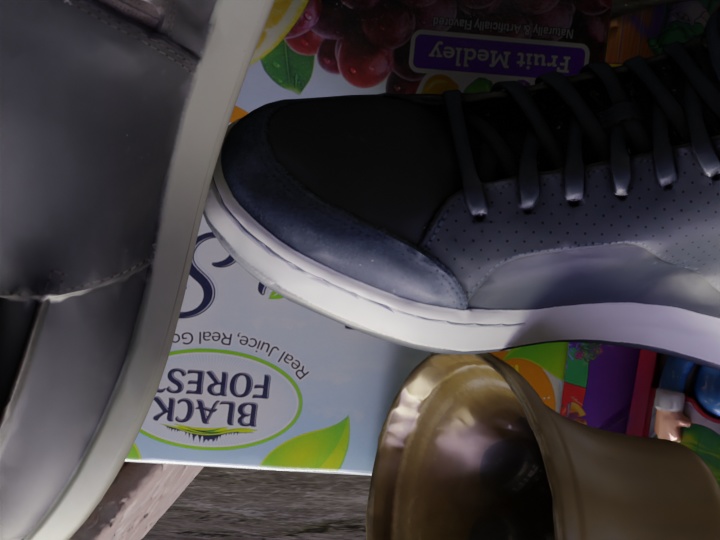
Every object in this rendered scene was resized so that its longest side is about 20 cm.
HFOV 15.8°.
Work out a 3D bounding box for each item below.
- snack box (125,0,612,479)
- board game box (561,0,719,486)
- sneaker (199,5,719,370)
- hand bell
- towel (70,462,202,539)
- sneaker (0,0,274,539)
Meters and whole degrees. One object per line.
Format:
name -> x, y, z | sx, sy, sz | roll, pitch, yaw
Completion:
snack box -> -0.040, -0.021, 0.698 | 0.199, 0.143, 0.053 | 4, -167, -11
board game box -> 0.100, 0.023, 0.742 | 0.158, 0.200, 0.039 | -35, 175, 9
sneaker -> 0.072, -0.047, 0.618 | 0.201, 0.077, 0.146 | 7, 134, -20
hand bell -> 0.112, 0.072, 0.695 | 0.199, 0.105, 0.104 | 1, 171, -27
towel -> -0.095, 0.086, 1.071 | 0.032, 0.191, 0.200 | 38, 149, 4
sneaker -> -0.093, -0.030, 0.611 | 0.106, 0.201, 0.075 | 12, -164, -21
